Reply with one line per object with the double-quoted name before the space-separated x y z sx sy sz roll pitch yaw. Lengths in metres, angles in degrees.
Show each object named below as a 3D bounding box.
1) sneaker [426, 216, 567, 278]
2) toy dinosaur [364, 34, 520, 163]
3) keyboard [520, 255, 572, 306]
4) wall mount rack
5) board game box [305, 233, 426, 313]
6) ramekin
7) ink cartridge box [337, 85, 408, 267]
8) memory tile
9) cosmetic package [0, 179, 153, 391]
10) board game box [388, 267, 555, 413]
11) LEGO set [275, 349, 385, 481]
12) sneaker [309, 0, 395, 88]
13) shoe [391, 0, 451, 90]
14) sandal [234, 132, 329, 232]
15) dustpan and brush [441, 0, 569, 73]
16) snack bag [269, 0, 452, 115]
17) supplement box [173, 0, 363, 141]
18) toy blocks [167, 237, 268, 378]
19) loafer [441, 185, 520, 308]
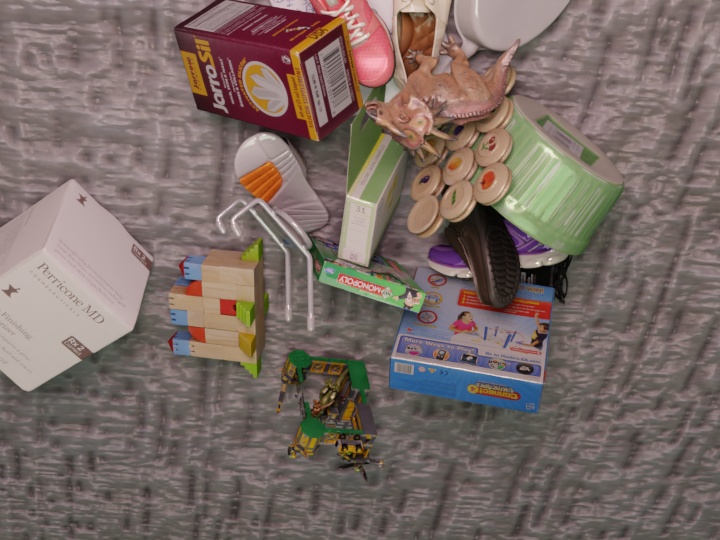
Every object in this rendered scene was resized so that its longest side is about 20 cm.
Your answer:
"sneaker" 0.183 -0.041 1.324 0.199 0.081 0.084 -10 98 23
"toy dinosaur" 0.098 -0.187 1.091 0.199 0.136 0.086 -17 129 -4
"keyboard" 0.248 0.009 1.390 0.103 0.040 0.201 13 131 21
"wall mount rack" -0.107 -0.015 1.261 0.075 0.200 0.174 -42 105 -10
"board game box" 0.000 0.000 1.281 0.134 0.200 0.029 19 98 -11
"ramekin" 0.221 -0.122 1.186 0.199 0.200 0.098 29 116 -19
"ink cartridge box" 0.021 -0.126 1.202 0.048 0.146 0.201 18 133 8
"memory tile" 0.117 -0.142 1.154 0.017 0.201 0.153 30 142 -33
"cosmetic package" -0.416 0.021 1.322 0.199 0.166 0.165 -29 122 21
"board game box" 0.153 0.088 1.319 0.198 0.196 0.056 9 128 10
"LEGO set" -0.054 0.223 1.464 0.153 0.201 0.116 1 132 -25
"sneaker" -0.028 -0.291 1.088 0.073 0.087 0.201 -25 99 16
"shoe" 0.070 -0.285 1.126 0.069 0.054 0.201 0 129 -2
"sandal" -0.104 -0.122 1.280 0.079 0.060 0.207 -20 146 10
"dustpan and brush" 0.147 -0.283 1.145 0.139 0.057 0.201 19 109 -32
"snack bag" 0.008 -0.278 1.178 0.187 0.021 0.201 -15 125 12
"supplement box" -0.105 -0.231 1.114 0.199 0.086 0.111 19 137 36
"toy blocks" -0.208 0.048 1.392 0.136 0.100 0.201 6 118 8
"loafer" 0.150 -0.042 1.271 0.071 0.201 0.073 -25 157 38
